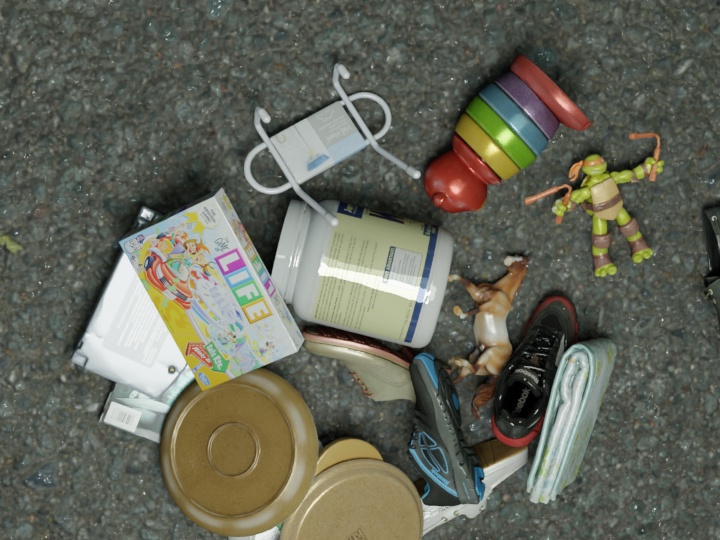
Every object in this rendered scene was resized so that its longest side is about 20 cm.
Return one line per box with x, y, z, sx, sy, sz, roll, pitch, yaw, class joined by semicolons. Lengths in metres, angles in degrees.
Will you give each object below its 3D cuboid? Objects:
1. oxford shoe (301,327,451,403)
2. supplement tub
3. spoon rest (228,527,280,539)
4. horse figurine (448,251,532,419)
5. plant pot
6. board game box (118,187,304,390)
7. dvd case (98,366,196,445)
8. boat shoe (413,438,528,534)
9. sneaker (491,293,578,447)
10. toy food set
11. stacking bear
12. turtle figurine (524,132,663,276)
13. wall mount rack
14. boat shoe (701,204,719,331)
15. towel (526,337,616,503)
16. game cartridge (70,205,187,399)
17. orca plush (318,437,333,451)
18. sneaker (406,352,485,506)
0.014;0.123;1.626;0.198;0.071;0.075;19;98;-14;oxford shoe
0.000;0.000;1.553;0.197;0.145;0.147;14;97;-1;supplement tub
-0.091;0.371;1.661;0.099;0.061;0.201;-31;91;-6;spoon rest
0.153;0.078;1.644;0.132;0.050;0.203;-4;97;-46;horse figurine
-0.148;0.212;1.558;0.197;0.027;0.203;-2;83;13;plant pot
-0.169;0.024;1.504;0.133;0.034;0.202;-23;104;20;board game box
-0.214;0.115;1.601;0.144;0.022;0.202;21;94;-15;dvd case
0.131;0.281;1.681;0.198;0.071;0.070;-28;105;3;boat shoe
0.218;0.119;1.639;0.070;0.098;0.202;22;79;15;sneaker
-0.015;0.317;1.601;0.200;0.049;0.199;43;84;-28;toy food set
0.160;-0.151;1.595;0.114;0.122;0.200;42;97;-17;stacking bear
0.299;-0.078;1.655;0.198;0.064;0.163;-26;112;-15;turtle figurine
-0.031;-0.139;1.536;0.199;0.075;0.175;-30;78;-16;wall mount rack
0.471;0.013;1.711;0.056;0.069;0.203;-3;95;-3;boat shoe
0.261;0.182;1.645;0.048;0.171;0.203;20;97;17;towel
-0.240;0.042;1.555;0.132;0.042;0.202;26;93;-19;game cartridge
-0.066;0.263;1.644;0.200;0.071;0.106;47;63;-30;orca plush
0.086;0.198;1.592;0.081;0.073;0.202;-13;104;19;sneaker
